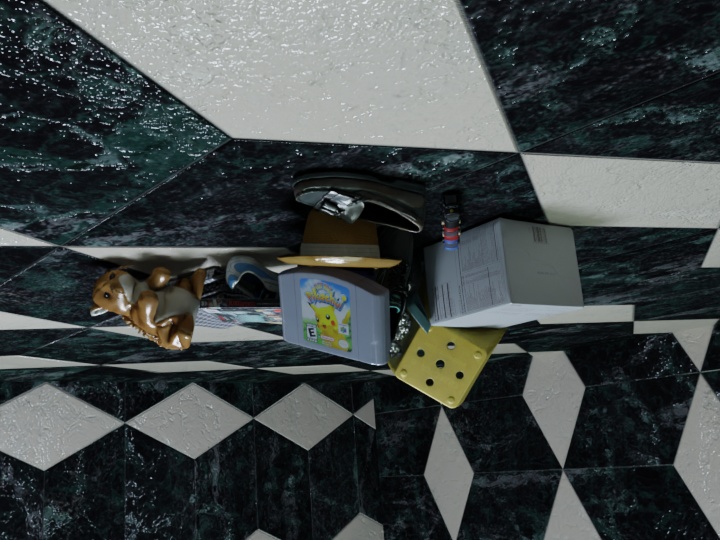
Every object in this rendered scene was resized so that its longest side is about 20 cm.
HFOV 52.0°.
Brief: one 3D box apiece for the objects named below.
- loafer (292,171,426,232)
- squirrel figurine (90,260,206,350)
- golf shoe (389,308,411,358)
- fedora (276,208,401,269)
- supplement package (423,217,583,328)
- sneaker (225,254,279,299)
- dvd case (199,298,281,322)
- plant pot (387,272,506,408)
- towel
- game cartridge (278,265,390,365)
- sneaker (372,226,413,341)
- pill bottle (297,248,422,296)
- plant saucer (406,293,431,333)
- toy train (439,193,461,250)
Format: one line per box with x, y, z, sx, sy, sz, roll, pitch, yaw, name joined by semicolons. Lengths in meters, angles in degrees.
0.005;-0.090;0.991;0.197;0.064;0.072;2;165;-26;loafer
-0.388;0.069;1.335;0.184;0.144;0.200;13;152;-11;squirrel figurine
0.043;0.091;1.328;0.076;0.089;0.201;-4;155;-7;golf shoe
-0.029;-0.047;1.075;0.197;0.083;0.201;2;-178;0;fedora
0.249;0.012;1.309;0.189;0.150;0.199;5;164;-36;supplement package
-0.154;0.037;1.338;0.198;0.073;0.072;22;135;-26;sneaker
-0.175;0.073;1.339;0.196;0.022;0.146;-2;167;7;dvd case
0.164;0.150;1.449;0.198;0.202;0.177;29;-163;2;plant pot
-0.273;0.062;1.483;0.164;0.087;0.199;-14;163;32;towel
-0.045;0.062;1.142;0.197;0.136;0.040;10;-161;32;game cartridge
0.054;0.023;1.181;0.074;0.203;0.079;12;-178;-26;sneaker
0.000;0.000;1.257;0.197;0.114;0.112;3;165;-25;pill bottle
0.092;0.044;1.378;0.019;0.070;0.201;-36;-157;9;plant saucer
0.143;-0.070;1.157;0.033;0.047;0.200;-6;167;6;toy train
